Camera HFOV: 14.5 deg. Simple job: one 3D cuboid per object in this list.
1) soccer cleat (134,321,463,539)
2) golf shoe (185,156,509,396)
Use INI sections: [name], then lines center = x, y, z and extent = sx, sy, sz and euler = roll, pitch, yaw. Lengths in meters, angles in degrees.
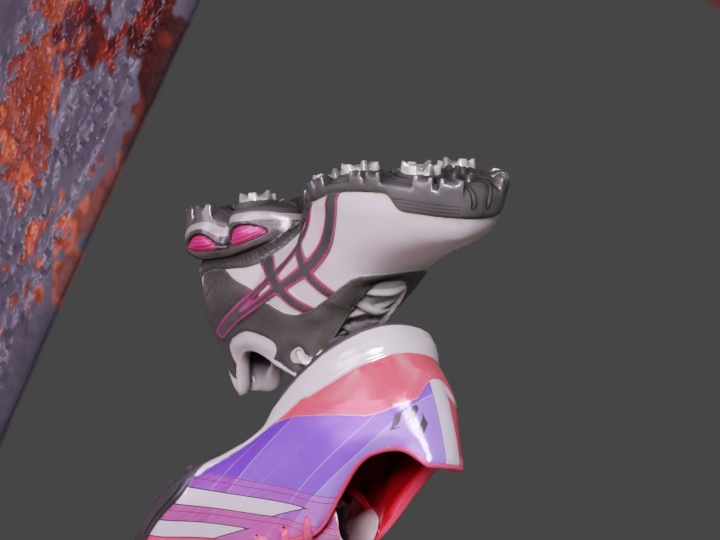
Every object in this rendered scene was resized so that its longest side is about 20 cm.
[soccer cleat]
center = -0.031, 0.105, 1.221
extent = 0.200, 0.068, 0.073
euler = -44, 52, 30
[golf shoe]
center = 0.000, 0.000, 1.221
extent = 0.200, 0.077, 0.089
euler = -15, 79, 56
